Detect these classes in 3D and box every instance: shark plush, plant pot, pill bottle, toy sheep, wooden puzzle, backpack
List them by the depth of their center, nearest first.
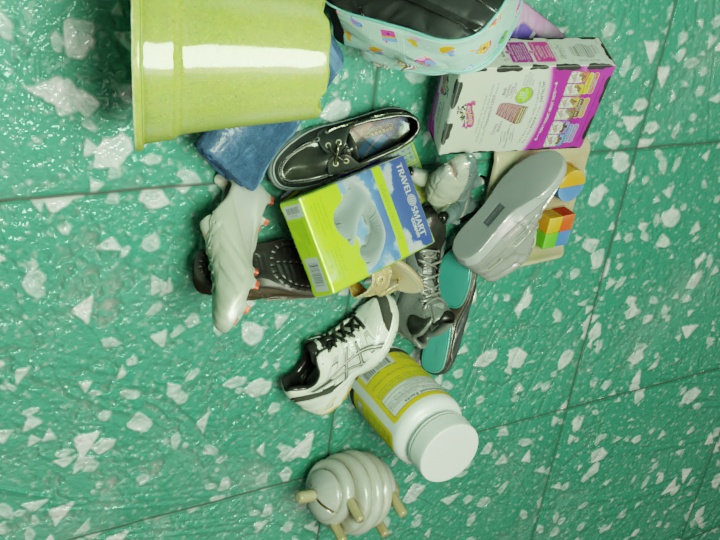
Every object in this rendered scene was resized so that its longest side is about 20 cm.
[{"bbox_3d":[-0.129,-0.217,0.878,0.183,0.201,0.201,-1,118,-13],"label":"plant pot"},{"bbox_3d":[0.078,-0.302,0.975,0.176,0.199,0.153,-64,156,-14],"label":"backpack"},{"bbox_3d":[0.141,-0.097,1.195,0.083,0.091,0.200,-38,149,9],"label":"shark plush"},{"bbox_3d":[0.073,0.204,1.281,0.114,0.200,0.115,-15,124,-24],"label":"pill bottle"},{"bbox_3d":[0.260,-0.094,1.325,0.185,0.046,0.201,-11,121,-30],"label":"wooden puzzle"},{"bbox_3d":[-0.015,0.336,1.347,0.200,0.138,0.138,13,109,-46],"label":"toy sheep"}]

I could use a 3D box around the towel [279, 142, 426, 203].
[{"bbox_3d":[-0.001,-0.097,1.177,0.200,0.023,0.144,-34,129,-11],"label":"towel"}]

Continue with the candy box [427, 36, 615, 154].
[{"bbox_3d":[0.195,-0.216,1.108,0.199,0.061,0.137,-5,141,-15],"label":"candy box"}]

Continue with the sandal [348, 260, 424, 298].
[{"bbox_3d":[-0.004,0.001,1.154,0.212,0.077,0.070,40,56,-35],"label":"sandal"}]

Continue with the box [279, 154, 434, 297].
[{"bbox_3d":[0.008,-0.060,1.096,0.200,0.048,0.122,-27,101,-37],"label":"box"}]

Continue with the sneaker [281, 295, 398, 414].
[{"bbox_3d":[-0.028,0.110,1.235,0.088,0.076,0.200,32,96,-41],"label":"sneaker"}]

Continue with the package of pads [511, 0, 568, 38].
[{"bbox_3d":[0.193,-0.281,1.160,0.200,0.076,0.121,24,106,-39],"label":"package of pads"}]

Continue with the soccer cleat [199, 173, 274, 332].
[{"bbox_3d":[-0.155,-0.023,1.039,0.077,0.201,0.069,21,147,-23],"label":"soccer cleat"}]

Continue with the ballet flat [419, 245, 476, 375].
[{"bbox_3d":[0.134,0.056,1.327,0.073,0.073,0.201,6,101,-35],"label":"ballet flat"}]

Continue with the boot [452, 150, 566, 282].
[{"bbox_3d":[0.221,-0.072,1.247,0.200,0.074,0.095,-45,137,11],"label":"boot"}]

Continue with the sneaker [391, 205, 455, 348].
[{"bbox_3d":[0.103,0.019,1.249,0.075,0.115,0.201,-3,118,-31],"label":"sneaker"}]

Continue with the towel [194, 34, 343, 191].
[{"bbox_3d":[-0.098,-0.189,1.011,0.200,0.048,0.112,-52,158,-3],"label":"towel"}]

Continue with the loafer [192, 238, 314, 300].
[{"bbox_3d":[-0.123,0.002,1.132,0.199,0.071,0.073,5,69,-29],"label":"loafer"}]

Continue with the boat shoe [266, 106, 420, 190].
[{"bbox_3d":[-0.019,-0.153,1.096,0.199,0.057,0.069,-25,108,-14],"label":"boat shoe"}]
